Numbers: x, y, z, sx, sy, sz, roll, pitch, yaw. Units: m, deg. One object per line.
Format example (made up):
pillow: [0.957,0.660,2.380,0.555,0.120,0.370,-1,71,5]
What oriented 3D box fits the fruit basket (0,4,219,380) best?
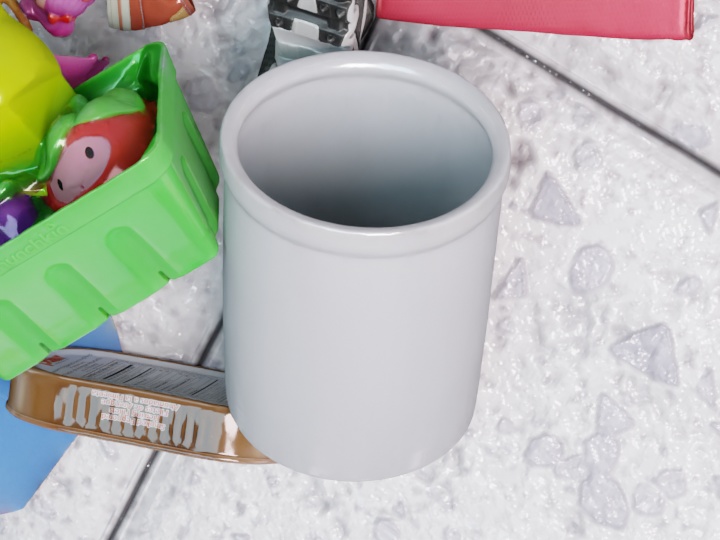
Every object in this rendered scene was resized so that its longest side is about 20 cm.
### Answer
fruit basket: [-0.201,-0.069,1.638,0.214,0.156,0.217,-1,123,-2]

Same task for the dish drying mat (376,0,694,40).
dish drying mat: [0.105,-0.182,1.696,0.199,0.018,0.077,6,105,19]

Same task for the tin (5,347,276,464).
tin: [-0.127,0.084,1.787,0.199,0.112,0.042,10,95,12]

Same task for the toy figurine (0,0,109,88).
toy figurine: [-0.213,-0.196,1.730,0.200,0.150,0.184,-40,82,20]

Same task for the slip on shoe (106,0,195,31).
slip on shoe: [-0.127,-0.248,1.744,0.061,0.074,0.201,1,103,-3]

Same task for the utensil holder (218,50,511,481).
utensil holder: [0.000,0.000,1.664,0.169,0.170,0.201,16,133,16]

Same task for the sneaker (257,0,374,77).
sneaker: [-0.027,-0.132,1.730,0.066,0.091,0.201,19,134,8]

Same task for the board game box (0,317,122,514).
board game box: [-0.254,0.064,1.865,0.158,0.039,0.200,34,102,-14]
